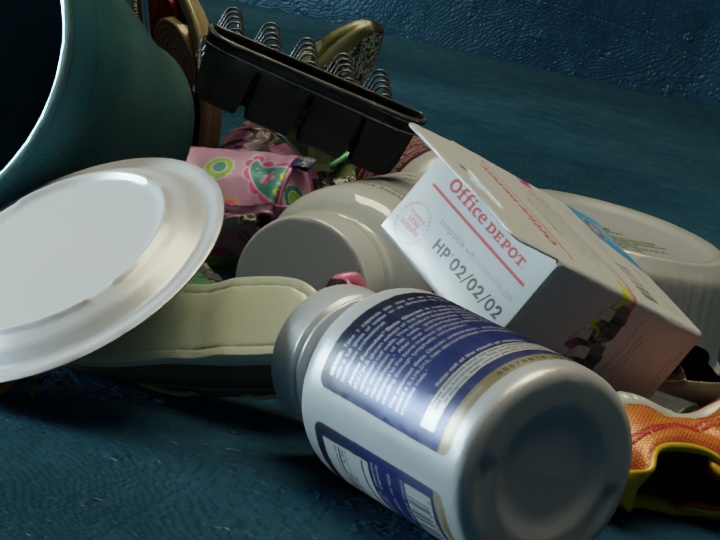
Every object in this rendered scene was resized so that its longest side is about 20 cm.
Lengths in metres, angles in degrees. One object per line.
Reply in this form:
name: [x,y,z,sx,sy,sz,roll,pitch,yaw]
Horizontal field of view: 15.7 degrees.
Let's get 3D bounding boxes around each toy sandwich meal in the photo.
toy sandwich meal: [-0.165,-0.123,1.904,0.070,0.205,0.205,-6,18,-27]

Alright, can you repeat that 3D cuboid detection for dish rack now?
dish rack: [-0.041,-0.128,1.755,0.153,0.055,0.200,24,14,-10]

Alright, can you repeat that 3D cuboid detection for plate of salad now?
plate of salad: [-0.165,0.005,1.470,0.200,0.048,0.200,-18,32,12]

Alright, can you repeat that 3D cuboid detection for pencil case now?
pencil case: [-0.128,-0.044,1.769,0.200,0.088,0.087,6,9,15]

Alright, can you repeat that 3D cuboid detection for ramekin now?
ramekin: [0.162,0.012,1.800,0.202,0.094,0.202,15,13,-3]

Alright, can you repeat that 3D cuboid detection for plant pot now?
plant pot: [-0.208,-0.109,1.646,0.200,0.200,0.188,19,-2,34]

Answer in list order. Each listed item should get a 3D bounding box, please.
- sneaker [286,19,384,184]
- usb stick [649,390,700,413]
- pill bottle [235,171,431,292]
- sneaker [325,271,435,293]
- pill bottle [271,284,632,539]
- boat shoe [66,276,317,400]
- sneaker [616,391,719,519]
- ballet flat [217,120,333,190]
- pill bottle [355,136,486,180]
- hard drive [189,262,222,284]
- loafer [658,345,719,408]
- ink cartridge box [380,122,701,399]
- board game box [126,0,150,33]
sneaker: [-0.023,-0.091,1.948,0.089,0.200,0.077,36,15,27]
usb stick: [0.117,0.074,1.603,0.200,0.033,0.055,19,48,35]
pill bottle: [0.000,0.000,1.671,0.114,0.114,0.200,16,12,19]
sneaker: [0.059,0.054,1.521,0.200,0.095,0.079,14,10,6]
pill bottle: [0.039,0.073,1.353,0.111,0.111,0.200,4,14,-36]
boat shoe: [-0.110,0.039,1.504,0.202,0.072,0.060,3,-33,20]
sneaker: [0.201,0.113,1.490,0.200,0.073,0.077,-3,39,-40]
ballet flat: [-0.024,-0.026,1.855,0.200,0.069,0.071,38,52,1]
pill bottle: [0.045,-0.047,1.969,0.109,0.110,0.200,5,13,-32]
hard drive: [-0.189,0.004,1.655,0.200,0.038,0.140,8,12,-14]
loafer: [0.189,0.069,1.635,0.200,0.071,0.073,17,12,24]
ink cartridge box: [0.092,0.001,1.473,0.200,0.068,0.115,25,19,-49]
board game box: [-0.225,-0.147,1.888,0.047,0.151,0.200,2,-12,-40]
